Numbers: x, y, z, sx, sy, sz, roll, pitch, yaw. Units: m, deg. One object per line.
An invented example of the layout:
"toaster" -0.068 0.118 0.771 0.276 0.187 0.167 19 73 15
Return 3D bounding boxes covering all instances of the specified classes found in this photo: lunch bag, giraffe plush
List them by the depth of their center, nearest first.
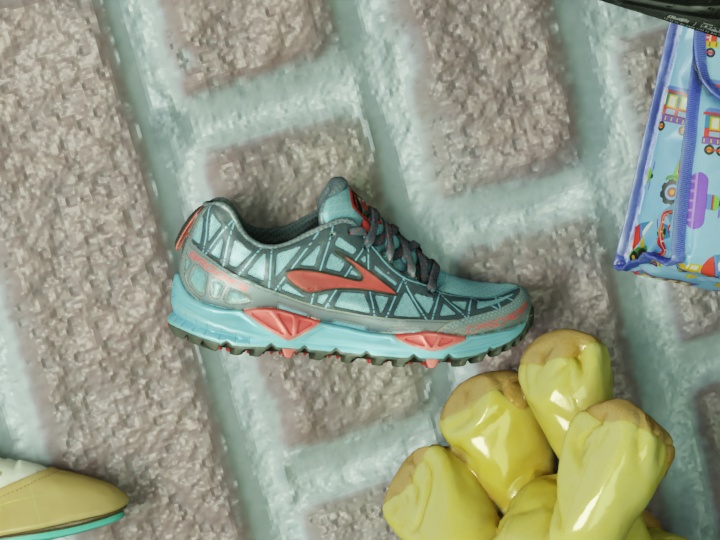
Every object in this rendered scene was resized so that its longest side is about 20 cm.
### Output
"giraffe plush" 0.132 0.155 1.146 0.172 0.201 0.162 -35 135 27
"lunch bag" 0.238 -0.086 1.163 0.149 0.094 0.202 10 85 -12

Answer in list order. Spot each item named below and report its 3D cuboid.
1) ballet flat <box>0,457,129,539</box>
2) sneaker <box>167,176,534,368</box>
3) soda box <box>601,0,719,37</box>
"ballet flat" -0.222 0.126 1.103 0.198 0.069 0.064 -15 89 -10
"sneaker" 0.000 0.000 1.120 0.198 0.079 0.096 3 98 -13
"soda box" 0.135 -0.181 1.094 0.198 0.063 0.071 16 73 -3
